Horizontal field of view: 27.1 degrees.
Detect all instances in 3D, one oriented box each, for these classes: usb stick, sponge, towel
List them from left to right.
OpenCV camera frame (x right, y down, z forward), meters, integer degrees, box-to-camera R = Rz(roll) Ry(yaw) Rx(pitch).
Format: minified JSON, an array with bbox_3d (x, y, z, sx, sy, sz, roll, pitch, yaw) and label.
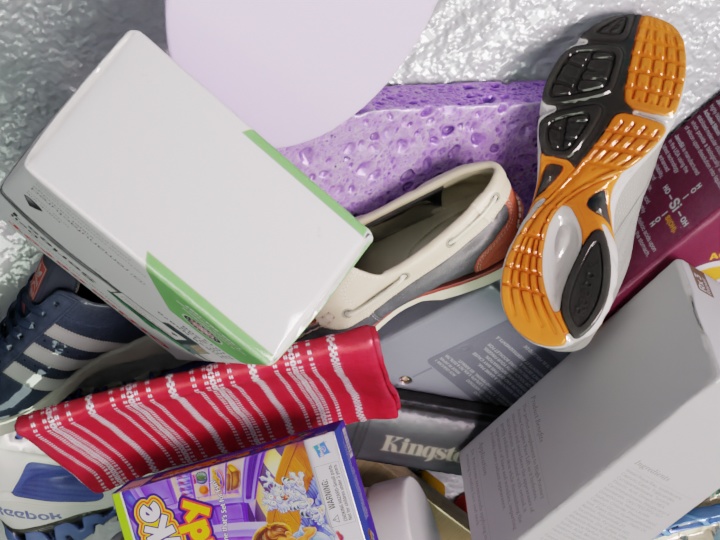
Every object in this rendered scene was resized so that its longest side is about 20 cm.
[{"bbox_3d":[-0.078,0.081,0.839,0.199,0.023,0.145,-14,160,0],"label":"towel"},{"bbox_3d":[0.014,-0.055,0.877,0.199,0.030,0.112,-3,129,-8],"label":"sponge"},{"bbox_3d":[0.039,0.103,0.953,0.199,0.033,0.056,10,118,-13],"label":"usb stick"}]

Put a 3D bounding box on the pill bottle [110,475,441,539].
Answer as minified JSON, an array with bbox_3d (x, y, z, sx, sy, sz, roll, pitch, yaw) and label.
[{"bbox_3d":[-0.051,0.198,0.938,0.199,0.120,0.120,-17,129,12],"label":"pill bottle"}]

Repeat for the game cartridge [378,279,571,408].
[{"bbox_3d":[0.100,0.069,0.969,0.133,0.041,0.200,-30,130,24],"label":"game cartridge"}]

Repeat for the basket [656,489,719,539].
[{"bbox_3d":[0.230,0.222,1.022,0.175,0.200,0.140,-16,129,1],"label":"basket"}]

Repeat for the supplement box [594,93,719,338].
[{"bbox_3d":[0.227,-0.027,0.902,0.110,0.086,0.200,35,114,-31],"label":"supplement box"}]

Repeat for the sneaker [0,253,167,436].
[{"bbox_3d":[-0.185,0.027,0.880,0.199,0.075,0.085,-28,130,-1],"label":"sneaker"}]

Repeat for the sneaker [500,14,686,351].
[{"bbox_3d":[0.131,-0.047,0.851,0.075,0.201,0.092,19,171,16],"label":"sneaker"}]

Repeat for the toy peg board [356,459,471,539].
[{"bbox_3d":[0.016,0.220,1.068,0.199,0.098,0.200,38,113,-15],"label":"toy peg board"}]

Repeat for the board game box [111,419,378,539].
[{"bbox_3d":[-0.047,0.202,0.853,0.134,0.045,0.201,-17,91,7],"label":"board game box"}]

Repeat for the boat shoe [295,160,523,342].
[{"bbox_3d":[0.000,0.000,0.851,0.199,0.071,0.063,-24,141,3],"label":"boat shoe"}]

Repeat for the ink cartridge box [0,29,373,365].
[{"bbox_3d":[-0.099,-0.027,0.748,0.146,0.200,0.084,40,76,-12],"label":"ink cartridge box"}]

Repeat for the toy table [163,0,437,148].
[{"bbox_3d":[-0.029,-0.172,0.723,0.183,0.117,0.200,21,122,-25],"label":"toy table"}]

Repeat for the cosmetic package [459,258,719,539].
[{"bbox_3d":[0.149,0.100,0.872,0.074,0.102,0.200,29,124,-27],"label":"cosmetic package"}]

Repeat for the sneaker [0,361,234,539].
[{"bbox_3d":[-0.174,0.103,0.934,0.199,0.081,0.115,-30,129,15],"label":"sneaker"}]
